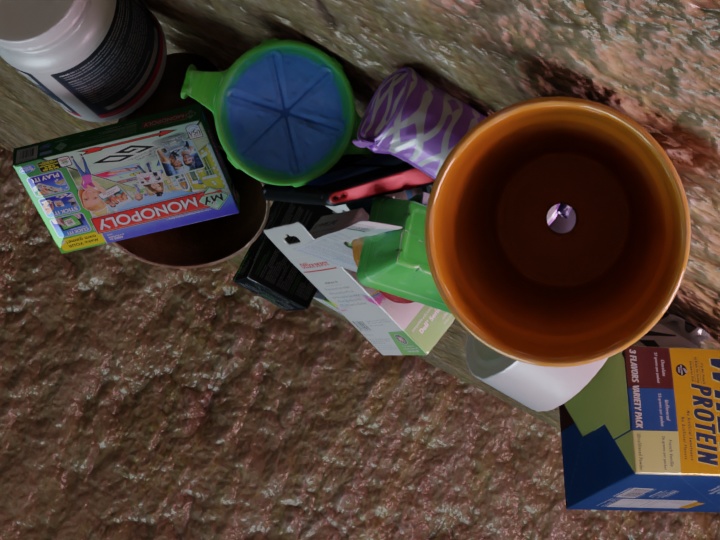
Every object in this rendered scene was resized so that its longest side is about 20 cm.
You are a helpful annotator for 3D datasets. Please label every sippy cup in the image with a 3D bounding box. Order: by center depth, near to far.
[{"bbox_3d":[-0.077,-0.154,1.559,0.178,0.139,0.130,53,179,-10],"label":"sippy cup"}]

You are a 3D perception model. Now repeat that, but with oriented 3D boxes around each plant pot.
[{"bbox_3d":[0.159,-0.035,1.282,0.199,0.202,0.183,27,-172,6],"label":"plant pot"},{"bbox_3d":[-0.196,-0.139,1.761,0.186,0.186,0.201,33,-146,-34],"label":"plant pot"}]

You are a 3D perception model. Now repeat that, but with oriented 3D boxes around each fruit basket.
[{"bbox_3d":[0.050,-0.014,1.535,0.184,0.095,0.200,18,172,-18],"label":"fruit basket"}]

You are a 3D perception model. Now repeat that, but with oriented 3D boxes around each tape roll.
[{"bbox_3d":[0.183,0.027,1.512,0.070,0.204,0.202,29,173,-15],"label":"tape roll"}]

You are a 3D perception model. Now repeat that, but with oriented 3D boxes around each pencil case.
[{"bbox_3d":[0.092,-0.099,1.431,0.199,0.086,0.084,32,173,-18],"label":"pencil case"}]

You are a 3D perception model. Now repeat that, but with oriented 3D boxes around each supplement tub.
[{"bbox_3d":[-0.294,-0.248,1.631,0.139,0.141,0.200,25,172,22],"label":"supplement tub"}]

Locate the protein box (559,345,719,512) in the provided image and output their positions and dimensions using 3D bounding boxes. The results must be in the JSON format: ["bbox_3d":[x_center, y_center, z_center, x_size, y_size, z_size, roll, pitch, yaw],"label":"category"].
[{"bbox_3d":[0.342,0.175,1.719,0.198,0.136,0.199,3,161,-14],"label":"protein box"}]

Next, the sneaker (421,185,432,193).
[{"bbox_3d":[0.101,-0.072,1.624,0.078,0.078,0.200,28,174,-13],"label":"sneaker"}]

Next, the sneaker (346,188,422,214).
[{"bbox_3d":[0.048,-0.048,1.752,0.076,0.081,0.201,23,148,40],"label":"sneaker"}]

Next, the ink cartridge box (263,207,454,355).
[{"bbox_3d":[0.000,0.000,1.716,0.200,0.067,0.117,46,161,-16],"label":"ink cartridge box"}]

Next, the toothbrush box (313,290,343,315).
[{"bbox_3d":[0.039,0.000,2.084,0.086,0.147,0.200,31,172,-27],"label":"toothbrush box"}]

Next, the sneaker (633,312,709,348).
[{"bbox_3d":[0.291,0.067,1.837,0.199,0.089,0.074,27,174,23],"label":"sneaker"}]

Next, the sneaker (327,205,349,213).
[{"bbox_3d":[-0.033,-0.110,1.846,0.129,0.080,0.199,23,-172,-38],"label":"sneaker"}]

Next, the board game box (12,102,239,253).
[{"bbox_3d":[-0.237,-0.092,1.640,0.198,0.029,0.135,-13,135,7],"label":"board game box"}]

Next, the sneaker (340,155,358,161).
[{"bbox_3d":[-0.050,-0.147,1.710,0.199,0.067,0.090,34,174,-23],"label":"sneaker"}]

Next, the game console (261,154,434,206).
[{"bbox_3d":[0.012,-0.096,1.559,0.175,0.031,0.200,-13,-172,-21],"label":"game console"}]

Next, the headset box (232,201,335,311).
[{"bbox_3d":[-0.085,-0.043,2.142,0.092,0.175,0.200,28,174,-8],"label":"headset box"}]
